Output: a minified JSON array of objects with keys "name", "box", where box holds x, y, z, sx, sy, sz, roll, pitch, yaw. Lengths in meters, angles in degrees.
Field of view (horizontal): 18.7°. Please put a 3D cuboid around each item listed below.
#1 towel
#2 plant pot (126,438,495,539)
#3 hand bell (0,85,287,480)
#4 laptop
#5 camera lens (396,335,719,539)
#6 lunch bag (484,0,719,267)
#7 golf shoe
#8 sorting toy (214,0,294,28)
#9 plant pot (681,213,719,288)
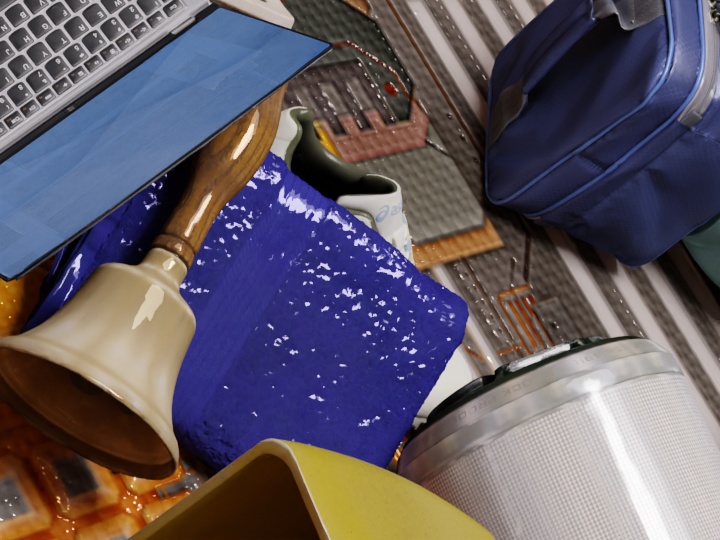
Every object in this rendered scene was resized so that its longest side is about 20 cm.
[{"name":"towel","box":[-0.056,0.023,1.098,0.199,0.049,0.148,36,78,-16]},{"name":"plant pot","box":[-0.011,0.202,0.925,0.176,0.199,0.201,4,55,-55]},{"name":"hand bell","box":[-0.086,-0.014,1.031,0.104,0.104,0.201,36,64,-15]},{"name":"laptop","box":[-0.151,-0.112,1.031,0.187,0.116,0.201,-37,85,-17]},{"name":"camera lens","box":[0.119,0.145,1.104,0.159,0.160,0.201,-7,67,-46]},{"name":"lunch bag","box":[0.166,-0.107,1.331,0.131,0.200,0.137,20,52,-27]},{"name":"golf shoe","box":[0.000,0.000,1.166,0.200,0.097,0.078,44,37,-9]},{"name":"sorting toy","box":[-0.107,-0.218,1.249,0.179,0.107,0.201,27,43,-36]},{"name":"plant pot","box":[0.271,-0.065,1.409,0.133,0.200,0.202,14,49,-25]}]
